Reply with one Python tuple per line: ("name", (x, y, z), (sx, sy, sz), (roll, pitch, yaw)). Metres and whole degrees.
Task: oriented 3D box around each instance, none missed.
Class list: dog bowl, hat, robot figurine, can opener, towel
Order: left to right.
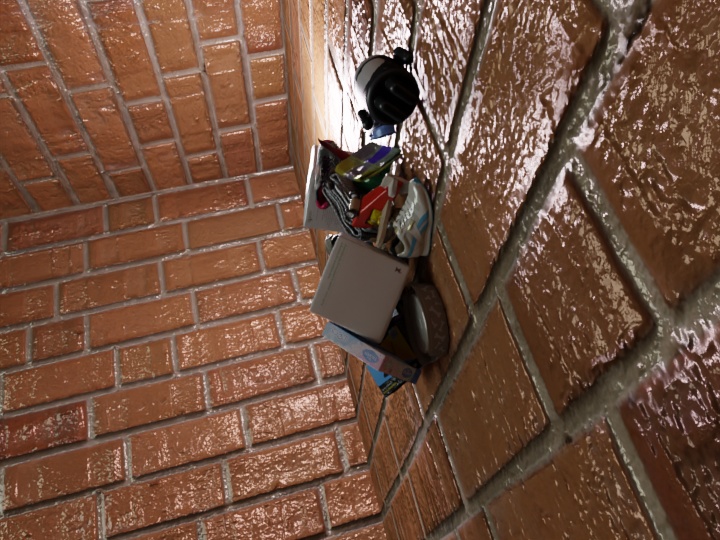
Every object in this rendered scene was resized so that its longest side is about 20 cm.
("hat", (-0.015, -0.257, 1.666), (0.168, 0.171, 0.203), (92, 164, -46))
("towel", (-0.015, -0.174, 1.690), (0.202, 0.085, 0.164), (55, -158, 15))
("towel", (0.017, -0.283, 1.527), (0.023, 0.142, 0.200), (59, 172, -26))
("robot figurine", (0.052, -0.394, 1.283), (0.202, 0.147, 0.127), (-116, 4, -53))
("can opener", (0.111, -0.060, 1.574), (0.066, 0.053, 0.201), (41, 164, 9))
("dog bowl", (0.159, 0.125, 1.439), (0.200, 0.057, 0.206), (168, 91, -80))

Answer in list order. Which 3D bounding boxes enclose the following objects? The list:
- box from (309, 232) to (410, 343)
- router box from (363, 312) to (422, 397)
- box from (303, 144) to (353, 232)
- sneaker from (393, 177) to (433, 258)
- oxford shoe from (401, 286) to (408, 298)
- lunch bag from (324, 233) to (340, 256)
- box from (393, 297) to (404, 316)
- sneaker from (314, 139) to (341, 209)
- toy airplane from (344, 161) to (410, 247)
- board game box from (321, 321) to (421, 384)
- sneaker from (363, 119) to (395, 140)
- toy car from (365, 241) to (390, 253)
("box", (-0.001, 0.038, 1.474), (0.171, 0.195, 0.204), (-100, 33, -83))
("router box", (0.089, 0.233, 1.601), (0.151, 0.050, 0.201), (56, 137, 17))
("box", (-0.090, -0.262, 1.904), (0.201, 0.166, 0.204), (-93, 14, -55))
("sneaker", (0.118, -0.114, 1.349), (0.077, 0.078, 0.205), (-113, 16, -53))
("oxford shoe", (0.105, 0.121, 1.713), (0.071, 0.072, 0.204), (38, 127, 28))
("lunch bag", (-0.034, -0.052, 1.978), (0.200, 0.118, 0.164), (45, 175, -11))
("box", (0.073, 0.165, 1.671), (0.192, 0.047, 0.204), (-38, 74, 46))
("sneaker", (-0.096, -0.279, 1.724), (0.075, 0.078, 0.206), (-60, -26, -65))
("toy airplane", (0.069, -0.166, 1.455), (0.202, 0.140, 0.199), (-55, 27, 5))
("board game box", (0.030, 0.207, 1.478), (0.197, 0.044, 0.198), (27, 178, 37))
("sneaker", (0.040, -0.383, 1.528), (0.200, 0.068, 0.080), (-135, 30, -73))
("toy car", (0.000, 0.000, 1.736), (0.150, 0.200, 0.175), (47, -168, 12))
